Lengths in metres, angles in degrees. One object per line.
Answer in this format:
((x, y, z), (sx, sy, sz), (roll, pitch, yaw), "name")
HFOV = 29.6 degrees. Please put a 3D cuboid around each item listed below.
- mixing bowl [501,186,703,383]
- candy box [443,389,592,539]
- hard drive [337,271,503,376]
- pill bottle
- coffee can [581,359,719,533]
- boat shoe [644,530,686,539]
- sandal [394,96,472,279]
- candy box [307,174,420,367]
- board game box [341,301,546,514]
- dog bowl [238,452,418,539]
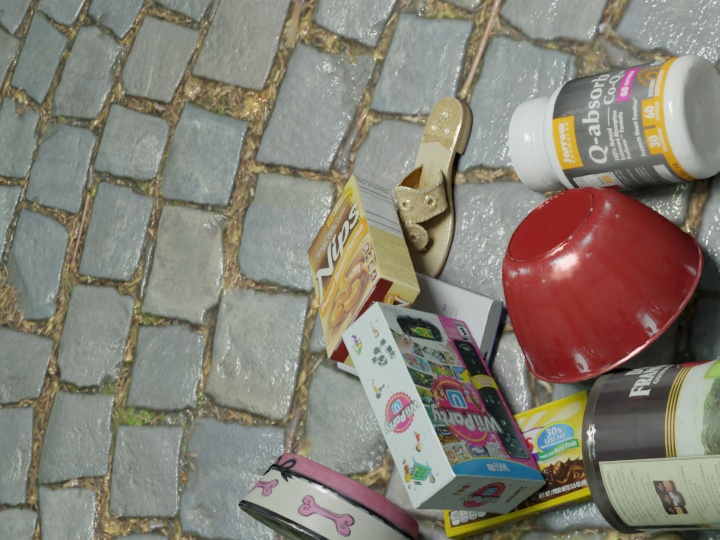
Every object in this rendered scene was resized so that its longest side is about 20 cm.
((0.205, -0.004, 1.270), (0.199, 0.109, 0.201), (-35, 23, 17), "mixing bowl")
((0.161, 0.198, 1.377), (0.199, 0.026, 0.103), (-26, 59, 36), "candy box")
((0.062, 0.072, 1.499), (0.199, 0.025, 0.134), (19, 98, 44), "hard drive")
((0.250, -0.135, 1.325), (0.198, 0.116, 0.118), (-7, 73, 42), "pill bottle")
((0.311, 0.149, 1.166), (0.198, 0.145, 0.148), (-11, 71, 40), "coffee can")
((0.240, 0.316, 1.247), (0.200, 0.074, 0.069), (-49, 22, 31), "boat shoe")
((0.065, -0.095, 1.520), (0.077, 0.069, 0.215), (10, 86, 44), "sandal")
((0.000, 0.000, 1.476), (0.116, 0.055, 0.201), (-58, 26, 26), "candy box")
((0.081, 0.137, 1.346), (0.064, 0.147, 0.202), (-43, 55, 29), "board game box")
((-0.026, 0.262, 1.430), (0.199, 0.200, 0.074), (14, 70, 44), "dog bowl")
